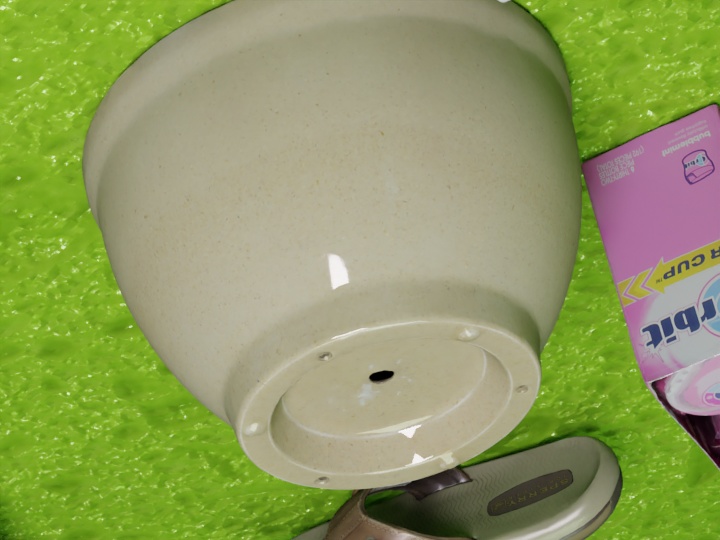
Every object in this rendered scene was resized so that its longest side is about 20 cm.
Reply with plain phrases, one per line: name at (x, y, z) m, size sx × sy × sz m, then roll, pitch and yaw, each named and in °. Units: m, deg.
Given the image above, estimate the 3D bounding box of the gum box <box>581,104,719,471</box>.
gum box at (0.172, 0.031, 1.189) m, size 0.066 × 0.114 × 0.200 m, roll -24°, pitch 145°, yaw 15°

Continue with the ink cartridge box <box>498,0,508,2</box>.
ink cartridge box at (0.107, -0.187, 0.910) m, size 0.199 × 0.044 × 0.174 m, roll -20°, pitch 146°, yaw 10°

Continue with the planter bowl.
planter bowl at (0.000, 0.000, 1.065) m, size 0.199 × 0.135 × 0.201 m, roll -10°, pitch 147°, yaw -6°

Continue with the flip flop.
flip flop at (0.028, 0.122, 1.313) m, size 0.199 × 0.081 × 0.058 m, roll -22°, pitch 128°, yaw 11°
